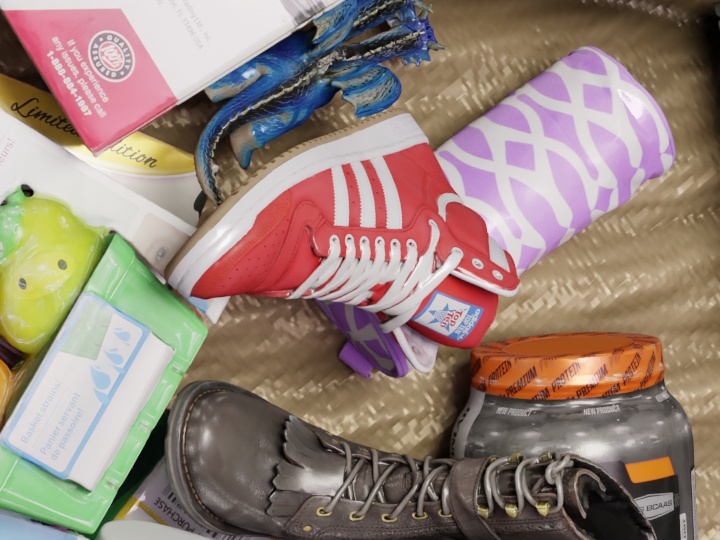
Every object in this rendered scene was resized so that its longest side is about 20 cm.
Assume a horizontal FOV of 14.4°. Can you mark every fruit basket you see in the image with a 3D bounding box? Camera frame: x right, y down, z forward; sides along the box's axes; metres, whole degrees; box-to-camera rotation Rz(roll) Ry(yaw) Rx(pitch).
[{"bbox_3d":[-0.176,0.024,1.253,0.199,0.094,0.186,33,83,-16],"label":"fruit basket"}]

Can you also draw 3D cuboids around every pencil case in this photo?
[{"bbox_3d":[0.064,-0.026,1.412,0.200,0.084,0.086,-36,144,-12],"label":"pencil case"}]

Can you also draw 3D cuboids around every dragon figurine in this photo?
[{"bbox_3d":[-0.021,-0.095,1.343,0.099,0.200,0.059,-22,102,21],"label":"dragon figurine"}]

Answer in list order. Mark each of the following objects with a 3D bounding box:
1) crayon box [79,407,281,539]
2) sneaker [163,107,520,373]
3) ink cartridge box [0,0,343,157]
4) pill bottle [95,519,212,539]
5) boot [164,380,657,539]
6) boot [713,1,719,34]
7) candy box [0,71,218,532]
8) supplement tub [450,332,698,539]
[{"bbox_3d":[-0.107,0.183,1.373,0.127,0.051,0.200,44,78,-23],"label":"crayon box"},{"bbox_3d":[0.000,0.000,1.276,0.113,0.071,0.200,52,34,6],"label":"sneaker"},{"bbox_3d":[-0.074,-0.166,1.268,0.199,0.083,0.146,-32,97,-2],"label":"ink cartridge box"},{"bbox_3d":[-0.104,0.222,1.282,0.113,0.114,0.201,16,98,-21],"label":"pill bottle"},{"bbox_3d":[0.028,0.096,1.293,0.200,0.173,0.070,31,62,-44],"label":"boot"},{"bbox_3d":[0.276,-0.064,1.439,0.157,0.079,0.213,-14,84,8],"label":"boot"},{"bbox_3d":[-0.167,0.017,1.337,0.136,0.061,0.201,22,86,-20],"label":"candy box"},{"bbox_3d":[0.107,0.136,1.416,0.122,0.122,0.202,-6,96,-20],"label":"supplement tub"}]
